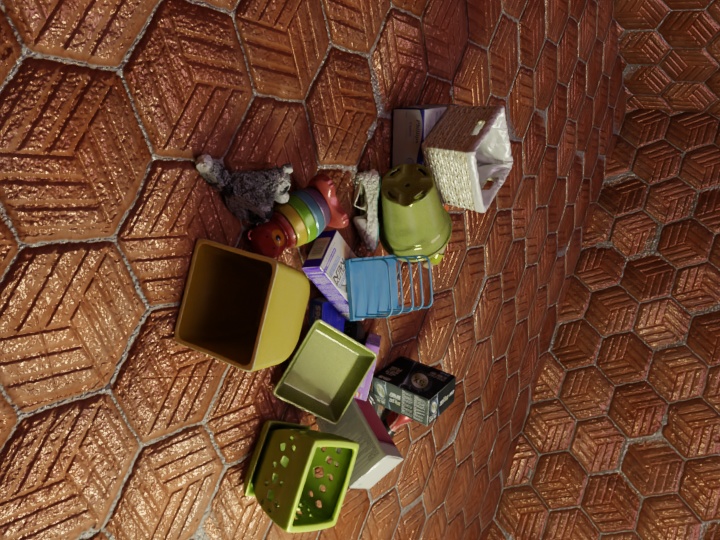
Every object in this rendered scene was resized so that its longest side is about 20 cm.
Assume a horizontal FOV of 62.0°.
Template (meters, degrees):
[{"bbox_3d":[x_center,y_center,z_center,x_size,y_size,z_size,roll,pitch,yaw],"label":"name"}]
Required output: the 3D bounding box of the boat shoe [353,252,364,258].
[{"bbox_3d":[0.000,0.000,1.545,0.200,0.072,0.064,42,24,-47],"label":"boat shoe"}]

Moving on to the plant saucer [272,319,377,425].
[{"bbox_3d":[-0.087,0.235,1.418,0.198,0.048,0.202,33,88,-29],"label":"plant saucer"}]

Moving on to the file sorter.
[{"bbox_3d":[0.072,0.035,1.420,0.198,0.120,0.143,-7,92,-53],"label":"file sorter"}]

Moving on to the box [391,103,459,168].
[{"bbox_3d":[0.176,-0.348,1.616,0.198,0.103,0.189,-24,120,-50],"label":"box"}]

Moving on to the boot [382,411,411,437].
[{"bbox_3d":[0.121,0.435,1.864,0.145,0.072,0.200,-47,-179,19],"label":"boot"}]

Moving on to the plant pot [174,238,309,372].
[{"bbox_3d":[-0.200,0.068,1.148,0.199,0.192,0.199,14,91,-62],"label":"plant pot"}]

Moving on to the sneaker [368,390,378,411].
[{"bbox_3d":[0.004,0.437,1.686,0.104,0.059,0.204,-43,138,-45],"label":"sneaker"}]

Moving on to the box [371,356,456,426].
[{"bbox_3d":[0.156,0.347,1.753,0.162,0.197,0.088,-23,122,-48],"label":"box"}]

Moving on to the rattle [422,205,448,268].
[{"bbox_3d":[0.189,-0.119,1.786,0.131,0.139,0.205,104,-4,-69],"label":"rattle"}]

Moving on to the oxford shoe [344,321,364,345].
[{"bbox_3d":[-0.026,0.230,1.561,0.084,0.071,0.205,22,84,-60],"label":"oxford shoe"}]

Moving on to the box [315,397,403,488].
[{"bbox_3d":[-0.004,0.429,1.521,0.127,0.202,0.109,-41,147,10],"label":"box"}]

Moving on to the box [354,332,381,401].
[{"bbox_3d":[0.019,0.247,1.573,0.200,0.038,0.140,-27,131,-86],"label":"box"}]

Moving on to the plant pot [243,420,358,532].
[{"bbox_3d":[-0.144,0.454,1.369,0.198,0.178,0.205,29,79,-55],"label":"plant pot"}]

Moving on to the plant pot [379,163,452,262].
[{"bbox_3d":[0.128,-0.159,1.500,0.203,0.197,0.186,-58,154,-24],"label":"plant pot"}]

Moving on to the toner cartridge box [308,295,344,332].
[{"bbox_3d":[-0.085,0.165,1.473,0.094,0.042,0.206,-12,111,-52],"label":"toner cartridge box"}]

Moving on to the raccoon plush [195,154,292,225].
[{"bbox_3d":[-0.204,-0.186,1.137,0.201,0.095,0.136,56,49,-48],"label":"raccoon plush"}]

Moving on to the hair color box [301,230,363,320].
[{"bbox_3d":[-0.045,0.015,1.414,0.201,0.064,0.111,53,48,-38],"label":"hair color box"}]

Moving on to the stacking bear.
[{"bbox_3d":[-0.141,-0.097,1.241,0.199,0.113,0.124,-37,114,-28],"label":"stacking bear"}]

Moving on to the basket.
[{"bbox_3d":[0.280,-0.294,1.553,0.200,0.158,0.202,-54,140,-29],"label":"basket"}]

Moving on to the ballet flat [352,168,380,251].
[{"bbox_3d":[0.010,-0.150,1.494,0.071,0.070,0.206,-15,112,-52],"label":"ballet flat"}]
